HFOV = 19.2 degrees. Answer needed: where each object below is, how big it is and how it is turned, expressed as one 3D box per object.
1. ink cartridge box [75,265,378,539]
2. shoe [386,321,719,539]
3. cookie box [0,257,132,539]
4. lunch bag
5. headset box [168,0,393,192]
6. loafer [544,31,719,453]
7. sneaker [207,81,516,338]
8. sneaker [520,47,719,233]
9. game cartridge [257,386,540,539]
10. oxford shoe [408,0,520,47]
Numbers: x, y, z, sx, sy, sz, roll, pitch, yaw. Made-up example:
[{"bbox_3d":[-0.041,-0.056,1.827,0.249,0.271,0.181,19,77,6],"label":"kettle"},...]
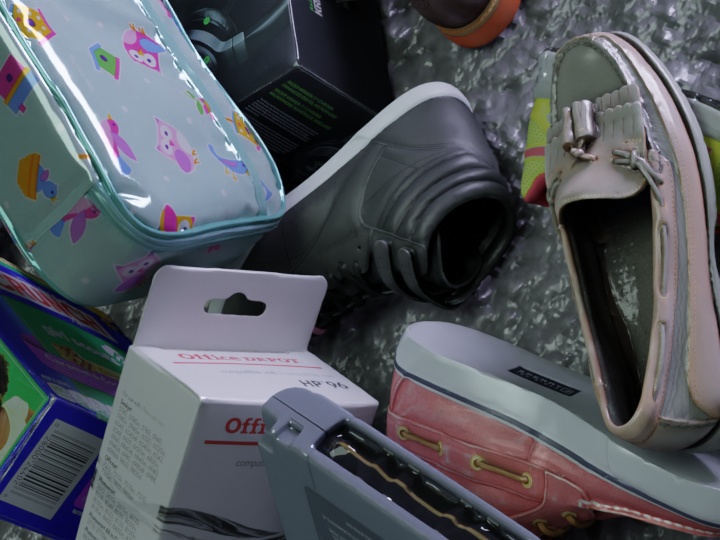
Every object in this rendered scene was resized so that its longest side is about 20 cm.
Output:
[{"bbox_3d":[-0.068,0.104,1.063,0.068,0.116,0.201,32,111,45],"label":"ink cartridge box"},{"bbox_3d":[0.093,0.100,0.999,0.200,0.071,0.091,24,110,33],"label":"shoe"},{"bbox_3d":[-0.171,0.071,1.169,0.075,0.171,0.200,-53,46,5],"label":"cookie box"},{"bbox_3d":[-0.132,-0.085,1.091,0.077,0.160,0.200,-39,76,31],"label":"lunch bag"},{"bbox_3d":[-0.082,-0.131,1.233,0.200,0.093,0.175,-29,54,28],"label":"headset box"},{"bbox_3d":[0.118,-0.017,0.943,0.072,0.063,0.201,-30,66,44],"label":"loafer"},{"bbox_3d":[0.000,0.000,1.117,0.200,0.071,0.099,-46,43,11],"label":"sneaker"},{"bbox_3d":[0.150,-0.039,1.009,0.200,0.078,0.091,27,98,50],"label":"sneaker"},{"bbox_3d":[0.037,0.145,0.978,0.040,0.134,0.200,-36,48,-28],"label":"game cartridge"},{"bbox_3d":[0.026,-0.213,1.189,0.071,0.072,0.200,-43,48,19],"label":"oxford shoe"}]
